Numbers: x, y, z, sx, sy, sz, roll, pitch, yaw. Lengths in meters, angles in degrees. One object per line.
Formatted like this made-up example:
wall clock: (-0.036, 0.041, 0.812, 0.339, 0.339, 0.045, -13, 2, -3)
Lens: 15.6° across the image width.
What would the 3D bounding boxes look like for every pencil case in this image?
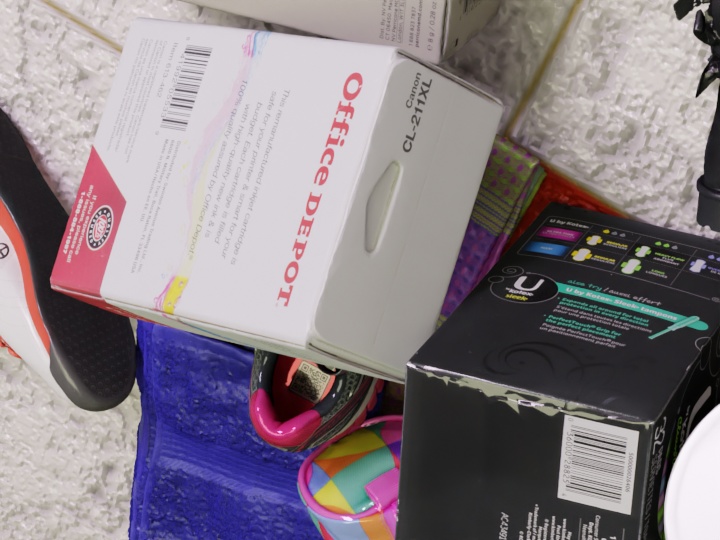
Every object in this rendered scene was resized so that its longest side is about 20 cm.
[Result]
pencil case: (0.034, 0.172, 1.408, 0.088, 0.088, 0.200, -5, 127, 28)

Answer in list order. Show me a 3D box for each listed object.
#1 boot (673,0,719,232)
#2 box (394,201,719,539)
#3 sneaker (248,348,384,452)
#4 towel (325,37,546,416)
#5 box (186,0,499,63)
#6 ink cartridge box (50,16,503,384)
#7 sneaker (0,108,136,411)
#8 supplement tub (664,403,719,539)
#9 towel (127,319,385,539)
boot: (0.242, -0.091, 1.219, 0.198, 0.073, 0.163, 9, 111, 21)
box: (0.109, 0.078, 1.281, 0.124, 0.200, 0.149, 13, 118, 19)
sneaker: (0.000, 0.000, 1.329, 0.080, 0.075, 0.201, 19, 99, 12)
towel: (0.003, -0.014, 1.398, 0.143, 0.023, 0.200, 32, 122, 11)
box: (-0.033, -0.166, 1.300, 0.199, 0.082, 0.069, 15, 119, 18)
ink cartridge box: (-0.043, -0.035, 1.276, 0.200, 0.083, 0.146, 12, 82, 46)
sneaker: (-0.204, 0.010, 1.465, 0.108, 0.067, 0.202, -40, 73, 35)
supplement tub: (0.227, 0.126, 1.225, 0.145, 0.200, 0.146, -5, 76, 22)
towel: (-0.066, 0.112, 1.458, 0.147, 0.050, 0.200, 21, 128, 19)
